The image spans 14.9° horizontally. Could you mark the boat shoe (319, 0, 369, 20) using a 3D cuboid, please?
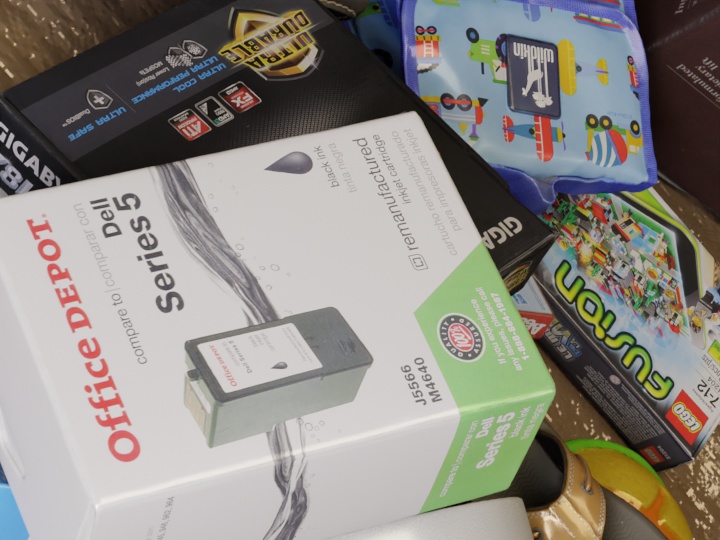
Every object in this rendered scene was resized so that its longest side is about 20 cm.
[{"bbox_3d":[-0.093,-0.150,1.373,0.199,0.067,0.057,18,81,-15],"label":"boat shoe"}]

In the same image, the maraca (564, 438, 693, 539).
[{"bbox_3d":[0.113,0.185,1.383,0.137,0.107,0.201,7,83,-34],"label":"maraca"}]

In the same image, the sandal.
[{"bbox_3d":[0.085,0.105,1.317,0.082,0.055,0.200,-31,66,-9],"label":"sandal"}]

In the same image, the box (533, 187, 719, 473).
[{"bbox_3d":[0.133,0.001,1.505,0.200,0.035,0.110,47,53,-13],"label":"box"}]

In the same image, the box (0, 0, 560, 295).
[{"bbox_3d":[-0.040,-0.035,1.258,0.198,0.050,0.200,44,44,15],"label":"box"}]

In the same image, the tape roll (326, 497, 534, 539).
[{"bbox_3d":[-0.018,0.146,1.239,0.202,0.203,0.037,-9,78,-37],"label":"tape roll"}]

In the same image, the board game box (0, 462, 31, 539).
[{"bbox_3d":[-0.165,0.173,1.135,0.152,0.040,0.201,9,104,-17],"label":"board game box"}]

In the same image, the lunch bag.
[{"bbox_3d":[0.068,-0.116,1.439,0.150,0.094,0.201,6,59,-31],"label":"lunch bag"}]

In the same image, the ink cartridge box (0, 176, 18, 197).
[{"bbox_3d":[-0.100,0.002,1.273,0.199,0.067,0.117,8,46,-23],"label":"ink cartridge box"}]

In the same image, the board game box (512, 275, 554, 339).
[{"bbox_3d":[0.017,-0.047,1.389,0.103,0.019,0.200,8,40,-34],"label":"board game box"}]

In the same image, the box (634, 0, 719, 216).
[{"bbox_3d":[0.254,-0.145,1.539,0.166,0.200,0.165,36,56,-21],"label":"box"}]

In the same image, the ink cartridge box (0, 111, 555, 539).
[{"bbox_3d":[-0.046,0.033,1.105,0.199,0.084,0.146,-13,61,-24],"label":"ink cartridge box"}]
